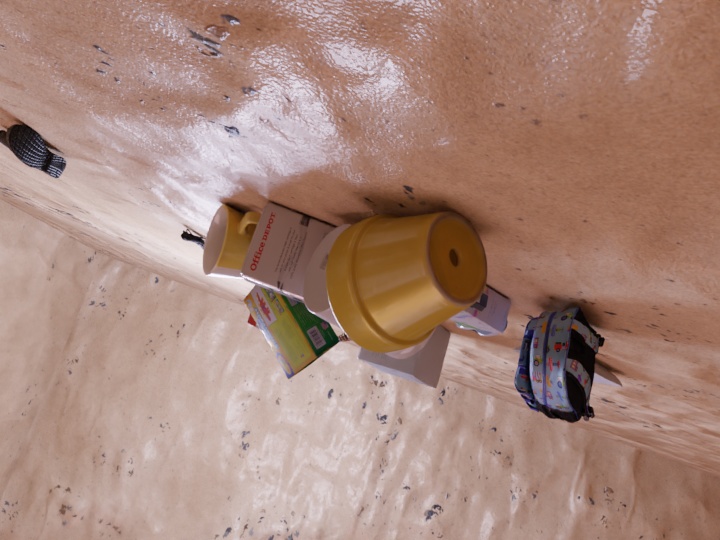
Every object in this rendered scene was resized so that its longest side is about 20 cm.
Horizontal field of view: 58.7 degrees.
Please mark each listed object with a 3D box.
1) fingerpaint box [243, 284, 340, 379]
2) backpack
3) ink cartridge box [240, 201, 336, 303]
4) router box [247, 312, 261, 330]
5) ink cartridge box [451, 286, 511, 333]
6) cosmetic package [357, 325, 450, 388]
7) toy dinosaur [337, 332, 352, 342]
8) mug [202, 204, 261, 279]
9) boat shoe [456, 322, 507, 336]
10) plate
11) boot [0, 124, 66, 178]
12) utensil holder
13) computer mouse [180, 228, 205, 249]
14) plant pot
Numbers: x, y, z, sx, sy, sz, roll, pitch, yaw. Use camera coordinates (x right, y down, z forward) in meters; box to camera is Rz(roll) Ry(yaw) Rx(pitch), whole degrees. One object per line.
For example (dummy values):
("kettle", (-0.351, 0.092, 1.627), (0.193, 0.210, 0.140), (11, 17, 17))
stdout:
("fingerpaint box", (-0.149, 0.105, 1.354), (0.203, 0.072, 0.167), (58, 144, 7))
("backpack", (0.349, 0.159, 1.140), (0.131, 0.188, 0.200), (6, 160, 30))
("ink cartridge box", (-0.110, -0.020, 1.218), (0.195, 0.150, 0.084), (20, 171, 0))
("router box", (-0.155, 0.064, 1.498), (0.175, 0.206, 0.049), (23, -168, 17))
("ink cartridge box", (0.181, 0.050, 1.224), (0.197, 0.069, 0.116), (29, 166, -33))
("cosmetic package", (0.126, 0.216, 1.835), (0.195, 0.171, 0.167), (11, 166, 34))
("toy dinosaur", (0.019, 0.094, 1.439), (0.195, 0.138, 0.103), (-25, 141, 7))
("mug", (-0.238, -0.044, 1.368), (0.150, 0.154, 0.185), (17, 179, -29))
("boat shoe", (0.268, 0.109, 1.353), (0.064, 0.072, 0.199), (15, 171, -14))
("plate", (0.503, 0.224, 1.552), (0.197, 0.033, 0.198), (27, 168, -28))
("boot", (-0.753, -0.274, 1.412), (0.128, 0.069, 0.200), (25, 168, 9))
("utensil holder", (0.021, 0.037, 1.108), (0.197, 0.175, 0.168), (28, 166, -34))
("computer mouse", (-0.407, -0.063, 1.810), (0.195, 0.045, 0.110), (16, 167, 25))
("plant pot", (0.077, 0.005, 0.934), (0.198, 0.207, 0.187), (27, 151, -32))
